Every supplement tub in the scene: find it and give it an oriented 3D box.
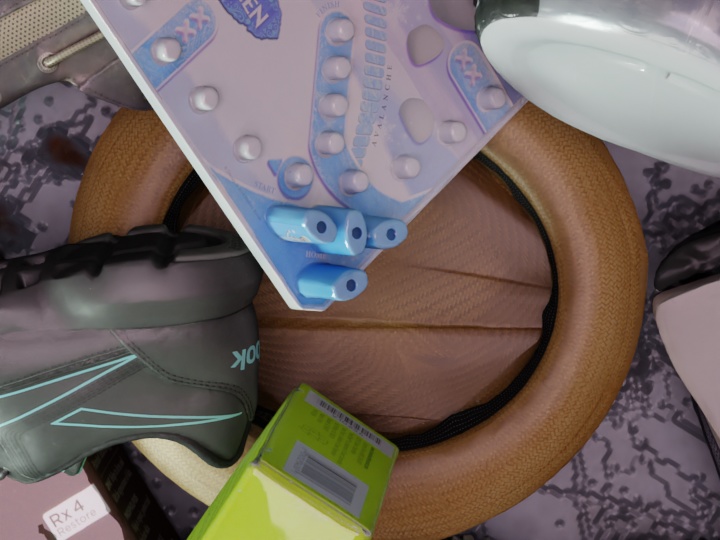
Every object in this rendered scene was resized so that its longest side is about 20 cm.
[{"bbox_3d":[0.123,-0.138,0.754,0.123,0.123,0.200,23,80,-2],"label":"supplement tub"}]

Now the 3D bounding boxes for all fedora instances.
[{"bbox_3d":[0.000,0.000,0.867,0.201,0.082,0.201,1,97,6],"label":"fedora"}]

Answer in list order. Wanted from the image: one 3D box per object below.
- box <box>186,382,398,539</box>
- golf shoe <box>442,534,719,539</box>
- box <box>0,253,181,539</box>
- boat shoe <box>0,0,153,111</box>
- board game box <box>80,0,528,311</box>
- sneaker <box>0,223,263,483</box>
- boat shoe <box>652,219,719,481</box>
[{"bbox_3d":[-0.063,0.138,0.787,0.048,0.122,0.200,34,100,-1],"label":"box"},{"bbox_3d":[0.055,0.143,0.889,0.200,0.077,0.088,4,104,0],"label":"golf shoe"},{"bbox_3d":[-0.135,0.086,0.884,0.100,0.075,0.200,-32,94,5],"label":"box"},{"bbox_3d":[-0.083,-0.094,0.816,0.200,0.075,0.073,-16,114,13],"label":"boat shoe"},{"bbox_3d":[0.002,-0.123,0.758,0.200,0.026,0.200,-46,118,-24],"label":"board game box"},{"bbox_3d":[-0.129,0.034,0.805,0.200,0.075,0.079,-4,105,6],"label":"sneaker"},{"bbox_3d":[0.165,0.067,0.867,0.075,0.093,0.200,-19,101,17],"label":"boat shoe"}]
